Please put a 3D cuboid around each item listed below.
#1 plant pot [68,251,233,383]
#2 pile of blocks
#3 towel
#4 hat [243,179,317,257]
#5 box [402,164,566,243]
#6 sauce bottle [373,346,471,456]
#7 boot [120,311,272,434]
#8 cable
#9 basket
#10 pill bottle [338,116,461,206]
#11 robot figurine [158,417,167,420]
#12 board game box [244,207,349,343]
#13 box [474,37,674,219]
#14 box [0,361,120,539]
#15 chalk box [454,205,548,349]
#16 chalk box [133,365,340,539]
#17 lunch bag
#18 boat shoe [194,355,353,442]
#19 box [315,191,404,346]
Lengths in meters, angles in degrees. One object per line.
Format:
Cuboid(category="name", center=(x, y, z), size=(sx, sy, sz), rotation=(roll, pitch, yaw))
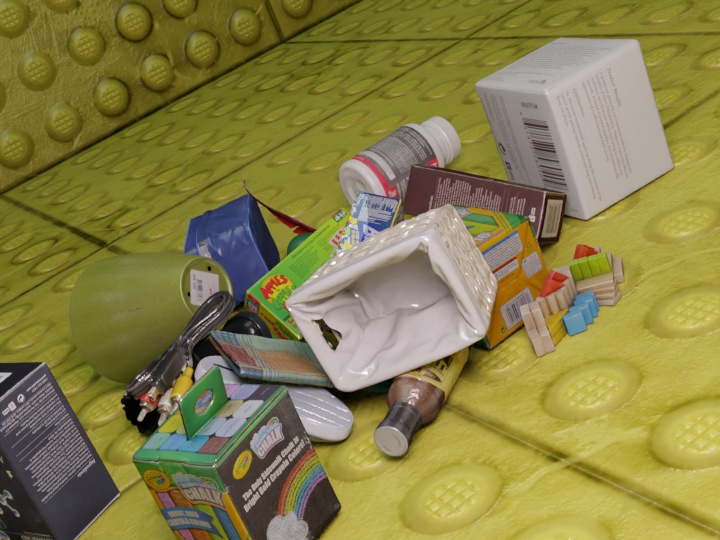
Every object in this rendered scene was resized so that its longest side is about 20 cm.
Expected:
Cuboid(category="plant pot", center=(-0.276, 0.050, 1.612), size=(0.199, 0.188, 0.187), rotation=(-17, 20, 42))
Cuboid(category="pile of blocks", center=(0.254, 0.020, 1.359), size=(0.082, 0.063, 0.200), rotation=(-4, 30, 40))
Cuboid(category="towel", center=(-0.071, 0.109, 1.384), size=(0.198, 0.022, 0.147), rotation=(9, 10, -25))
Cuboid(category="hat", center=(-0.074, -0.049, 1.688), size=(0.199, 0.177, 0.166), rotation=(-15, 24, 20))
Cuboid(category="box", center=(0.169, -0.091, 1.558), size=(0.199, 0.076, 0.100), rotation=(12, 8, 26))
Cuboid(category="sauce bottle", center=(0.070, 0.131, 1.290), size=(0.064, 0.065, 0.200), rotation=(-11, 26, 29))
Cuboid(category="boot", center=(-0.219, 0.136, 1.508), size=(0.162, 0.074, 0.198), rotation=(-34, 4, -39))
Cuboid(category="cable", center=(-0.225, 0.111, 1.458), size=(0.097, 0.050, 0.201), rotation=(-10, 36, 38))
Cuboid(category="basket", center=(0.041, 0.027, 1.289), size=(0.199, 0.136, 0.124), rotation=(-24, 16, 27))
Cuboid(category="pill bottle", center=(0.070, -0.177, 1.925), size=(0.199, 0.111, 0.110), rotation=(-35, 24, -25))
Cuboid(category="robot figurine", center=(-0.144, 0.166, 1.430), size=(0.199, 0.059, 0.145), rotation=(-33, 26, -21))
Cuboid(category="board game box", center=(-0.057, 0.012, 1.610), size=(0.200, 0.101, 0.048), rotation=(-43, -15, -28))
Cuboid(category="box", center=(0.304, -0.209, 1.643), size=(0.171, 0.200, 0.200), rotation=(-29, 23, -16))
Cuboid(category="box", center=(-0.411, 0.221, 1.384), size=(0.148, 0.201, 0.107), rotation=(-5, 29, 40))
Cuboid(category="chalk box", center=(0.126, 0.001, 1.447), size=(0.124, 0.125, 0.199), rotation=(-33, 24, -24))
Cuboid(category="chalk box", center=(-0.130, 0.193, 1.145), size=(0.123, 0.201, 0.125), rotation=(-4, 29, 40))
Cuboid(category="lunch bag", center=(-0.210, -0.026, 1.827), size=(0.131, 0.137, 0.200), rotation=(-21, 22, 5))
Cuboid(category="boat shoe", center=(-0.103, 0.160, 1.344), size=(0.199, 0.062, 0.072), rotation=(21, 31, 14))
Cuboid(category="box", center=(0.000, 0.000, 1.468), size=(0.064, 0.070, 0.201), rotation=(11, 56, 15))
